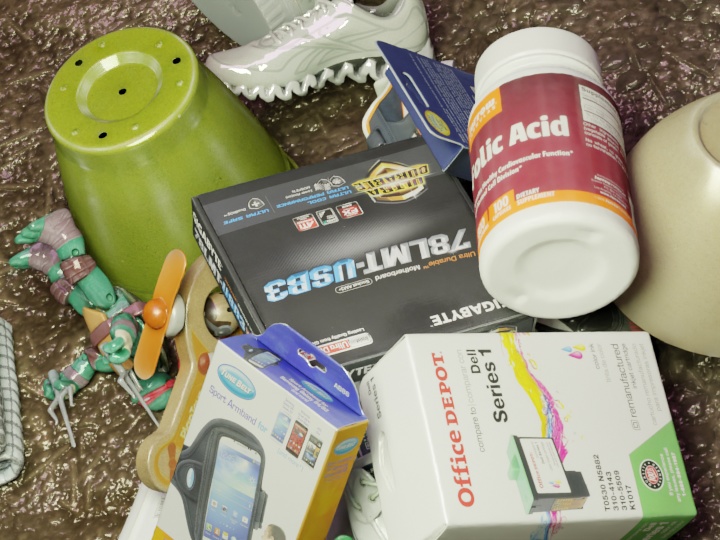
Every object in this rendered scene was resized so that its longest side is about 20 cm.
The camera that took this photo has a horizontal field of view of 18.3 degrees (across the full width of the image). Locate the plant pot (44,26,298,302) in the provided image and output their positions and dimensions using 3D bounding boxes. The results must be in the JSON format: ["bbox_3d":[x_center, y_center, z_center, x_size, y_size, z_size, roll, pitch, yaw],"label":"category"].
[{"bbox_3d":[-0.164,-0.090,1.824,0.200,0.193,0.201,-10,52,13],"label":"plant pot"}]

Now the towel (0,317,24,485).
[{"bbox_3d":[-0.378,0.115,1.818,0.200,0.086,0.166,-19,50,5],"label":"towel"}]

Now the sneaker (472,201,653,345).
[{"bbox_3d":[0.143,0.010,1.703,0.071,0.098,0.200,-38,53,-12],"label":"sneaker"}]

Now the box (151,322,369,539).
[{"bbox_3d":[-0.069,0.139,1.550,0.119,0.200,0.041,34,30,30],"label":"box"}]

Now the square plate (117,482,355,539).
[{"bbox_3d":[-0.094,0.191,1.698,0.198,0.028,0.200,6,57,23],"label":"square plate"}]

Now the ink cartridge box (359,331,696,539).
[{"bbox_3d":[0.115,0.123,1.558,0.200,0.084,0.145,0,63,-25],"label":"ink cartridge box"}]

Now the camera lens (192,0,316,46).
[{"bbox_3d":[-0.057,-0.308,1.968,0.200,0.160,0.160,-45,53,-16],"label":"camera lens"}]

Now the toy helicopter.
[{"bbox_3d":[-0.126,0.072,1.708,0.079,0.132,0.200,-1,60,46],"label":"toy helicopter"}]

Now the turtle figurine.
[{"bbox_3d":[-0.207,0.054,1.792,0.101,0.150,0.200,-23,76,-39],"label":"turtle figurine"}]

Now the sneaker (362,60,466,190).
[{"bbox_3d":[0.045,-0.086,1.824,0.079,0.078,0.200,-8,45,10],"label":"sneaker"}]

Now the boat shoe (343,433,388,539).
[{"bbox_3d":[0.015,0.149,1.592,0.074,0.067,0.200,-27,54,-7],"label":"boat shoe"}]

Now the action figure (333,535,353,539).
[{"bbox_3d":[0.006,0.279,1.533,0.118,0.055,0.200,-14,75,2],"label":"action figure"}]

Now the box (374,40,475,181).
[{"bbox_3d":[0.096,-0.111,1.758,0.032,0.200,0.121,-50,46,24],"label":"box"}]

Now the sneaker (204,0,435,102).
[{"bbox_3d":[-0.037,-0.194,1.895,0.200,0.081,0.075,-10,29,-11],"label":"sneaker"}]

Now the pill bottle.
[{"bbox_3d":[0.136,-0.075,1.624,0.114,0.114,0.200,-12,48,11],"label":"pill bottle"}]

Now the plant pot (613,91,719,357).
[{"bbox_3d":[0.276,-0.054,1.642,0.200,0.135,0.200,1,50,-2],"label":"plant pot"}]

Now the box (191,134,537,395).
[{"bbox_3d":[0.000,0.000,1.655,0.200,0.050,0.199,-15,48,-17],"label":"box"}]
